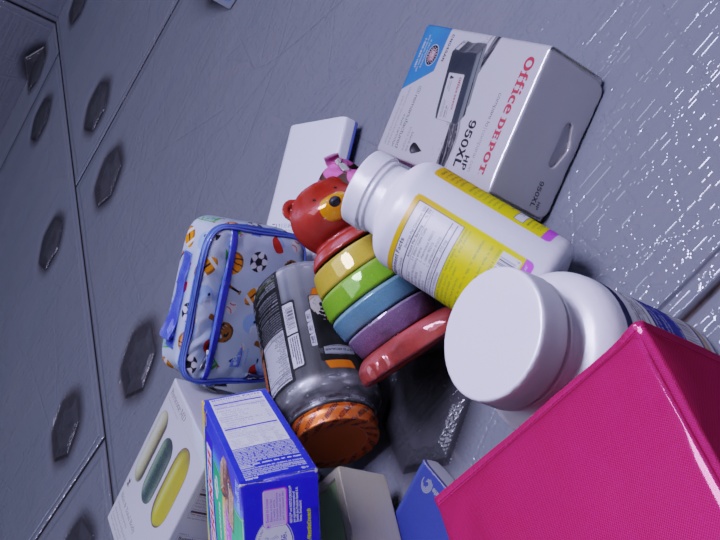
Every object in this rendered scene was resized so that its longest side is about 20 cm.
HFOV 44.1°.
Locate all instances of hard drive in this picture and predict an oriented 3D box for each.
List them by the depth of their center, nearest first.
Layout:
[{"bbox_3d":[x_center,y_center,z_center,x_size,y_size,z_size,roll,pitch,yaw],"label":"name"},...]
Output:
[{"bbox_3d":[0.052,0.299,0.824,0.132,0.025,0.203,42,109,53],"label":"hard drive"},{"bbox_3d":[-0.072,-0.093,1.157,0.131,0.025,0.204,3,77,53],"label":"hard drive"}]

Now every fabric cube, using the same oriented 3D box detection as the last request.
[{"bbox_3d":[0.195,0.187,0.535,0.197,0.197,0.202,-47,41,30],"label":"fabric cube"}]

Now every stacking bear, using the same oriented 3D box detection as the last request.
[{"bbox_3d":[0.000,0.000,0.885,0.202,0.120,0.114,58,166,9],"label":"stacking bear"}]

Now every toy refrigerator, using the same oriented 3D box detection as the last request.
[{"bbox_3d":[-0.002,0.292,0.818,0.076,0.069,0.203,-44,43,32],"label":"toy refrigerator"}]

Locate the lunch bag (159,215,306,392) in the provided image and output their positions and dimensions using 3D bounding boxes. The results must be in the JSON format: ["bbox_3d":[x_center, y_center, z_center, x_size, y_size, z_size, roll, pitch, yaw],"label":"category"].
[{"bbox_3d":[-0.152,0.041,1.052,0.075,0.158,0.204,20,100,47],"label":"lunch bag"}]

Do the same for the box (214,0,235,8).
[{"bbox_3d":[-0.301,-0.568,1.586,0.041,0.154,0.202,-45,43,29],"label":"box"}]

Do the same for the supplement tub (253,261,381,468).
[{"bbox_3d":[-0.046,0.101,0.964,0.123,0.121,0.203,-45,44,31],"label":"supplement tub"}]

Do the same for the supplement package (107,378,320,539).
[{"bbox_3d":[-0.176,0.264,1.038,0.203,0.149,0.152,-61,36,12],"label":"supplement package"}]

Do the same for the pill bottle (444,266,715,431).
[{"bbox_3d":[0.159,0.069,0.638,0.119,0.198,0.122,-27,53,44],"label":"pill bottle"}]

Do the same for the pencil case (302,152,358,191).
[{"bbox_3d":[0.025,-0.071,0.968,0.198,0.090,0.096,19,121,51],"label":"pencil case"}]

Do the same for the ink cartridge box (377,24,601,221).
[{"bbox_3d":[0.122,-0.153,0.887,0.199,0.083,0.147,31,100,54],"label":"ink cartridge box"}]

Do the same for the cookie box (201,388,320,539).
[{"bbox_3d":[-0.097,0.230,0.840,0.200,0.074,0.175,-147,54,-68],"label":"cookie box"}]

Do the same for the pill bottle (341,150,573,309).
[{"bbox_3d":[0.082,-0.027,0.792,0.198,0.104,0.106,33,103,18],"label":"pill bottle"}]
